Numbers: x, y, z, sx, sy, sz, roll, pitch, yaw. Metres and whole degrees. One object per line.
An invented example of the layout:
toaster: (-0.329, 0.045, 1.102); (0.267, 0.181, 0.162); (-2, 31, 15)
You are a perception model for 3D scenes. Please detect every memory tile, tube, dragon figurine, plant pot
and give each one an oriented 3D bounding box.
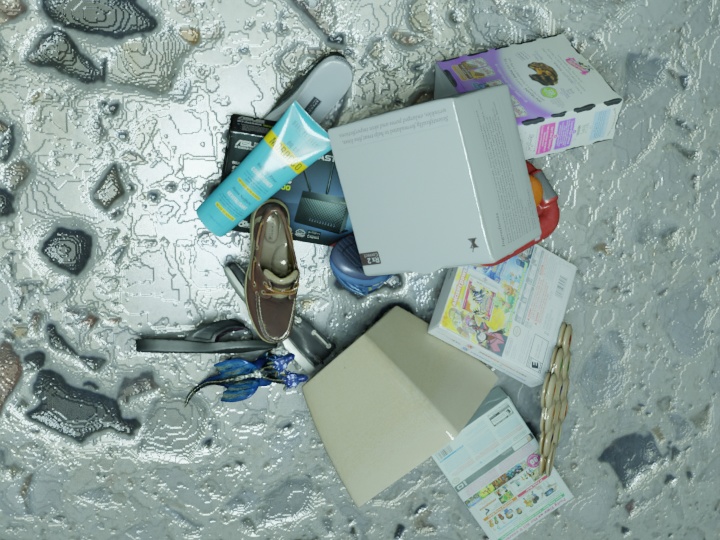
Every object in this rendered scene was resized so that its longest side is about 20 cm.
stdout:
memory tile: (0.285, 0.190, 1.376); (0.017, 0.153, 0.200); (10, 133, 20)
tube: (-0.127, -0.126, 1.227); (0.200, 0.050, 0.077); (-41, 112, 15)
dragon figurine: (-0.170, 0.151, 1.333); (0.199, 0.099, 0.059); (-12, 89, 7)
plant pot: (0.041, 0.170, 1.317); (0.200, 0.200, 0.177); (-42, 86, 30)

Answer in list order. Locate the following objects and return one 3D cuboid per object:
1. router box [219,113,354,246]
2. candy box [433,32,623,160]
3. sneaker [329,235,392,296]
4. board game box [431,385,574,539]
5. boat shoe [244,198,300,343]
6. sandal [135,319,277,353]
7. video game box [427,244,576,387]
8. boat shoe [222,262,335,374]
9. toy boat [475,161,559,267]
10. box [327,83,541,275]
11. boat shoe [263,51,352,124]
router box: (-0.091, -0.120, 1.296); (0.199, 0.062, 0.150); (8, 121, -10)
candy box: (0.224, -0.232, 1.285); (0.199, 0.168, 0.072); (-15, 139, -14)
sneaker: (0.000, 0.000, 1.301); (0.082, 0.200, 0.074); (-42, 78, 17)
board game box: (0.211, 0.303, 1.452); (0.147, 0.064, 0.200); (-34, 103, -1)
boat shoe: (-0.115, 0.007, 1.263); (0.072, 0.072, 0.201); (-1, 104, -15)
sandal: (-0.217, 0.093, 1.340); (0.200, 0.075, 0.048); (1, 83, -10)
video game box: (0.207, 0.040, 1.362); (0.182, 0.047, 0.200); (30, 62, -15)
boat shoe: (-0.115, 0.058, 1.347); (0.060, 0.074, 0.200); (-42, 100, -6)
toy boat: (0.204, -0.091, 1.308); (0.200, 0.131, 0.131); (-28, 83, -29)
box: (0.092, -0.110, 1.177); (0.131, 0.198, 0.201); (-26, 105, -49)
boat shoe: (-0.084, -0.220, 1.304); (0.069, 0.057, 0.200); (38, 111, -25)
